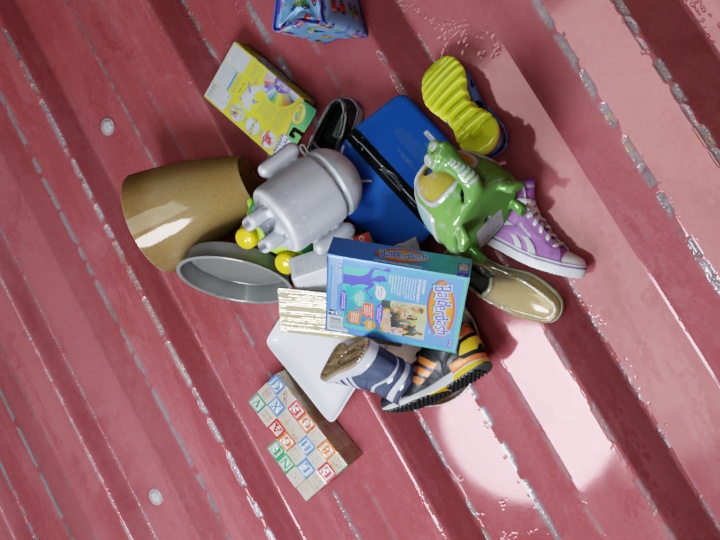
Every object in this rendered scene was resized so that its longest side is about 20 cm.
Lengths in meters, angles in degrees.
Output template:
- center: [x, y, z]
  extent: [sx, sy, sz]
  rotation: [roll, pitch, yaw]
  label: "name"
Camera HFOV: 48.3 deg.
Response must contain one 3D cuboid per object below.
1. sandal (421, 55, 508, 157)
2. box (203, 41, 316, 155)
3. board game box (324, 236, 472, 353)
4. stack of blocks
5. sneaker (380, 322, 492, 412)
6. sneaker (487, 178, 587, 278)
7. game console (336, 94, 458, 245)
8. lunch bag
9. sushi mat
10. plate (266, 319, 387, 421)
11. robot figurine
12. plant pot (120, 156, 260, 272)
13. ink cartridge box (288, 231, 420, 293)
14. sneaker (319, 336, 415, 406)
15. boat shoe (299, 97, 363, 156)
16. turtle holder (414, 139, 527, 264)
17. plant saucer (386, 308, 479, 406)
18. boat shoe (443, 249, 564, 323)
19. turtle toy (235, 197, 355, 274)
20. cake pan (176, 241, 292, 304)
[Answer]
- center: [0.158, -0.237, 1.202]
  extent: [0.079, 0.087, 0.200]
  rotation: [-36, 59, 23]
  label: "sandal"
- center: [-0.165, -0.287, 1.377]
  extent: [0.200, 0.048, 0.117]
  rotation: [43, 113, 18]
  label: "box"
- center: [0.051, 0.037, 1.154]
  extent: [0.200, 0.045, 0.152]
  rotation: [10, 131, 7]
  label: "board game box"
- center: [-0.107, 0.285, 1.414]
  extent: [0.115, 0.059, 0.200]
  rotation: [-45, 76, 25]
  label: "stack of blocks"
- center: [0.108, 0.153, 1.255]
  extent: [0.200, 0.070, 0.090]
  rotation: [-32, 64, 28]
  label: "sneaker"
- center: [0.253, -0.070, 1.181]
  extent: [0.200, 0.073, 0.114]
  rotation: [28, 105, 21]
  label: "sneaker"
- center: [0.061, -0.141, 1.269]
  extent: [0.171, 0.118, 0.200]
  rotation: [-40, 84, -17]
  label: "game console"
- center: [-0.065, -0.467, 1.244]
  extent: [0.094, 0.151, 0.200]
  rotation: [0, 97, 27]
  label: "lunch bag"
- center: [-0.030, 0.073, 1.242]
  extent: [0.200, 0.012, 0.096]
  rotation: [6, 128, 8]
  label: "sushi mat"
- center: [-0.055, 0.120, 1.362]
  extent: [0.200, 0.032, 0.200]
  rotation: [47, 120, 25]
  label: "plate"
- center: [-0.079, -0.106, 1.202]
  extent: [0.200, 0.113, 0.170]
  rotation: [-38, 100, -17]
  label: "robot figurine"
- center: [-0.277, -0.117, 1.396]
  extent: [0.200, 0.186, 0.187]
  rotation: [-21, 87, 14]
  label: "plant pot"
- center: [0.000, 0.000, 1.258]
  extent: [0.200, 0.109, 0.050]
  rotation: [-19, 46, 4]
  label: "ink cartridge box"
- center: [0.013, 0.161, 1.245]
  extent: [0.108, 0.200, 0.070]
  rotation: [30, 70, -12]
  label: "sneaker"
- center: [-0.061, -0.190, 1.324]
  extent: [0.074, 0.068, 0.199]
  rotation: [37, 112, 18]
  label: "boat shoe"
- center: [0.134, -0.100, 1.113]
  extent: [0.132, 0.185, 0.141]
  rotation: [42, 113, 27]
  label: "turtle holder"
- center: [0.104, 0.119, 1.301]
  extent: [0.200, 0.034, 0.201]
  rotation: [4, 98, 28]
  label: "plant saucer"
- center: [0.206, 0.026, 1.212]
  extent: [0.200, 0.076, 0.072]
  rotation: [25, 107, 22]
  label: "boat shoe"
- center: [-0.097, -0.068, 1.307]
  extent: [0.200, 0.146, 0.101]
  rotation: [32, 121, 3]
  label: "turtle toy"
- center: [-0.211, 0.004, 1.370]
  extent: [0.200, 0.200, 0.037]
  rotation: [-3, 64, 27]
  label: "cake pan"
